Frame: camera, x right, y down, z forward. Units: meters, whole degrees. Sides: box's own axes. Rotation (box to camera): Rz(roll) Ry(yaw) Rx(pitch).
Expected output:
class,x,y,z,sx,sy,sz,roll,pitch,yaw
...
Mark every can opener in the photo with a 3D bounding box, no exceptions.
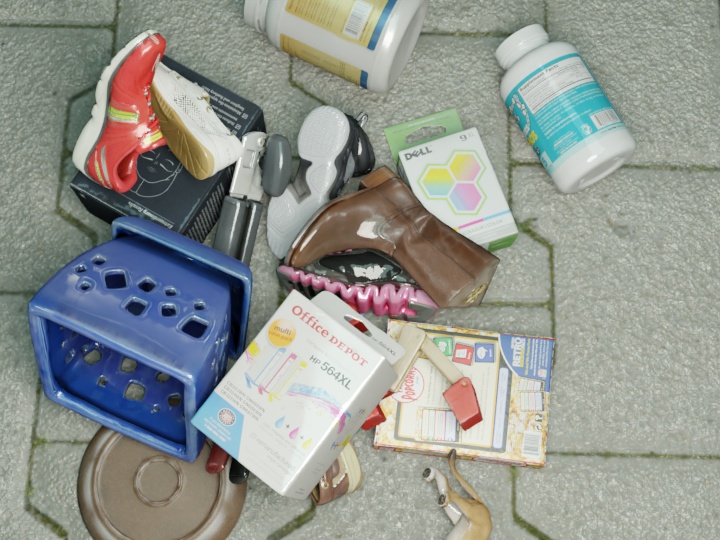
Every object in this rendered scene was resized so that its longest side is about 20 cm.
class,x,y,z,sx,sy,sz,roll,pitch,yaw
can opener,-0.131,-0.066,1.282,0.067,0.053,0.201,19,99,40

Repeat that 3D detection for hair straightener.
class,x,y,z,sx,sy,sz,roll,pitch,yaw
hair straightener,-0.118,0.157,1.268,0.077,0.041,0.201,35,55,-32

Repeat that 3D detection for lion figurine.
class,x,y,z,sx,sy,sz,roll,pitch,yaw
lion figurine,0.112,0.314,1.210,0.122,0.072,0.200,33,66,-26

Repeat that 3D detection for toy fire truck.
class,x,y,z,sx,sy,sz,roll,pitch,yaw
toy fire truck,0.038,0.109,1.230,0.141,0.049,0.200,-28,69,3

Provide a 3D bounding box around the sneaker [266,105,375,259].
class,x,y,z,sx,sy,sz,roll,pitch,yaw
sneaker,-0.041,-0.105,1.325,0.075,0.114,0.201,30,112,24

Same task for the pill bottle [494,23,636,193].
class,x,y,z,sx,sy,sz,roll,pitch,yaw
pill bottle,0.246,-0.204,1.336,0.111,0.111,0.200,-27,76,-8

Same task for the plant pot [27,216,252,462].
class,x,y,z,sx,sy,sz,roll,pitch,yaw
plant pot,-0.231,0.066,1.205,0.199,0.200,0.180,24,54,7

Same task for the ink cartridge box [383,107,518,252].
class,x,y,z,sx,sy,sz,roll,pitch,yaw
ink cartridge box,0.109,-0.112,1.335,0.104,0.059,0.201,-18,76,-6

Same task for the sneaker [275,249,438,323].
class,x,y,z,sx,sy,sz,roll,pitch,yaw
sneaker,0.000,0.000,1.299,0.199,0.079,0.096,11,68,1

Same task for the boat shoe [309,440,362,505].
class,x,y,z,sx,sy,sz,roll,pitch,yaw
boat shoe,-0.069,0.171,1.232,0.072,0.072,0.201,-21,88,-36

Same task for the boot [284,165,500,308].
class,x,y,z,sx,sy,sz,roll,pitch,yaw
boot,0.039,-0.008,1.239,0.186,0.064,0.200,-41,74,-18

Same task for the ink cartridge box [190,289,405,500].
class,x,y,z,sx,sy,sz,roll,pitch,yaw
ink cartridge box,-0.058,0.124,1.149,0.128,0.125,0.200,35,84,15

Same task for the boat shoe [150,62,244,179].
class,x,y,z,sx,sy,sz,roll,pitch,yaw
boat shoe,-0.206,-0.187,1.246,0.069,0.071,0.200,-25,65,-34

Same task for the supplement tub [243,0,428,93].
class,x,y,z,sx,sy,sz,roll,pitch,yaw
supplement tub,-0.030,-0.323,1.349,0.200,0.145,0.145,26,76,6

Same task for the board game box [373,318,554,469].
class,x,y,z,sx,sy,sz,roll,pitch,yaw
board game box,0.122,0.145,1.271,0.199,0.046,0.152,7,75,2

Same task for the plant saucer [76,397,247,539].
class,x,y,z,sx,sy,sz,roll,pitch,yaw
plant saucer,-0.232,0.245,1.250,0.199,0.032,0.201,0,75,-1

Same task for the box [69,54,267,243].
class,x,y,z,sx,sy,sz,roll,pitch,yaw
box,-0.227,-0.132,1.314,0.148,0.107,0.200,30,76,8

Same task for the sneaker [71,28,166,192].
class,x,y,z,sx,sy,sz,roll,pitch,yaw
sneaker,-0.247,-0.174,1.196,0.085,0.200,0.077,35,33,8
